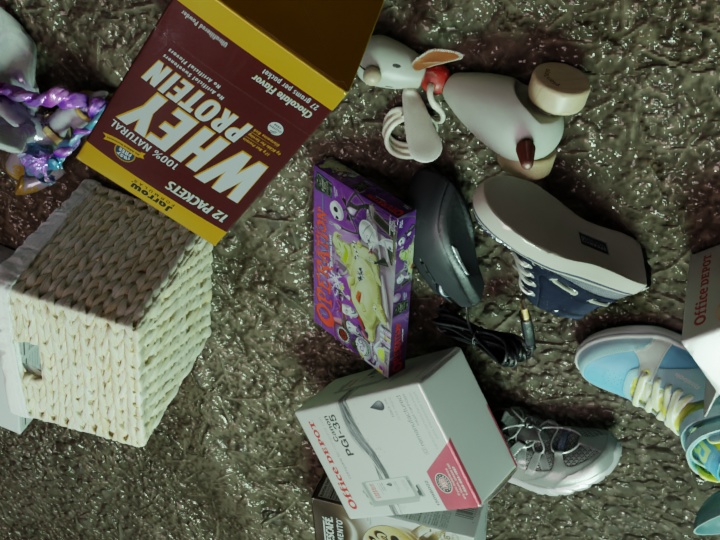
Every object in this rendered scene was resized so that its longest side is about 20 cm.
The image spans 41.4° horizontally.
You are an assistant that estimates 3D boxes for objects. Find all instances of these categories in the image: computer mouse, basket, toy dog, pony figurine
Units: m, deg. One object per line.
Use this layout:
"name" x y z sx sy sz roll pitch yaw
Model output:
"computer mouse" 0.096 0.009 0.891 0.140 0.046 0.200 26 140 45
"basket" -0.267 0.047 1.018 0.161 0.200 0.198 17 131 9
"toy dog" 0.086 -0.130 0.793 0.200 0.096 0.132 4 127 20
"pony figurine" -0.351 -0.155 0.949 0.200 0.167 0.193 -25 145 32

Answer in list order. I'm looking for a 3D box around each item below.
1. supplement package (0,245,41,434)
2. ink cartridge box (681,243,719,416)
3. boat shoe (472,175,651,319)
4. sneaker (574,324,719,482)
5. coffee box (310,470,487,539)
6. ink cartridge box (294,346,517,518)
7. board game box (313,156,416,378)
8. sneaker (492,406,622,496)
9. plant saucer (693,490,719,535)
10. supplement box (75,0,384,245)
"supplement package" -0.462 0.076 1.181 0.156 0.111 0.200 21 130 7
"ink cartridge box" 0.364 0.040 0.782 0.200 0.129 0.125 -26 112 36
"boat shoe" 0.157 -0.010 0.838 0.200 0.075 0.093 24 139 -27
"sneaker" 0.291 0.125 0.878 0.200 0.131 0.080 10 130 17
"coffee box" 0.048 0.305 1.156 0.200 0.080 0.113 9 129 17
"ink cartridge box" 0.045 0.180 1.018 0.200 0.083 0.147 -21 98 45
"board game box" 0.000 0.000 0.944 0.120 0.032 0.200 39 141 38
"sneaker" 0.174 0.185 1.011 0.200 0.075 0.082 -6 125 28
"plant saucer" 0.408 0.207 0.895 0.200 0.027 0.200 -11 153 -6
"supplement box" -0.096 -0.169 0.765 0.133 0.197 0.200 33 133 -16
